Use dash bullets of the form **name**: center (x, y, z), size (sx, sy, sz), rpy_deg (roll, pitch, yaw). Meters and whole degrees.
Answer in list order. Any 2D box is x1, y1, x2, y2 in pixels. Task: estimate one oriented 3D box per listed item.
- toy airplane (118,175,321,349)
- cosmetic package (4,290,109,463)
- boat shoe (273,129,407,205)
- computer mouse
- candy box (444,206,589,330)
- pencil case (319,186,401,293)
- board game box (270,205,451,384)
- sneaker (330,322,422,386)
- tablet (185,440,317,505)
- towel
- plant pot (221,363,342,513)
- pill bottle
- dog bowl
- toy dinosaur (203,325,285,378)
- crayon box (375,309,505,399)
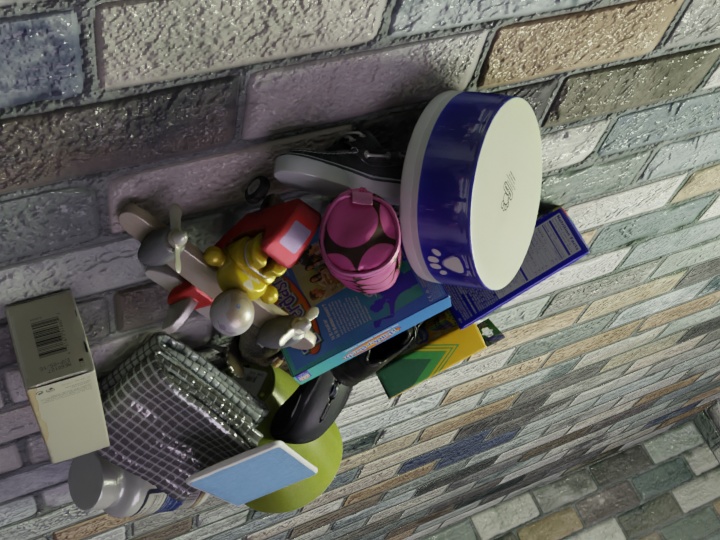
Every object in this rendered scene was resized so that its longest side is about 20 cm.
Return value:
- **toy airplane**: center (-0.140, 0.014, 0.913), size (0.197, 0.142, 0.201), rpy_deg (0, 132, -5)
- **cosmetic package**: center (-0.329, 0.122, 0.980), size (0.072, 0.104, 0.201), rpy_deg (-15, 150, -20)
- **boat shoe**: center (-0.006, -0.110, 0.911), size (0.198, 0.069, 0.071), rpy_deg (5, 177, -43)
- **computer mouse**: center (-0.066, 0.155, 1.146), size (0.140, 0.046, 0.200), rpy_deg (26, 112, -39)
- **candy box**: center (0.213, -0.007, 1.237), size (0.199, 0.078, 0.169), rpy_deg (-32, 176, 12)
- **pencil case**: center (0.003, -0.029, 0.906), size (0.089, 0.095, 0.200), rpy_deg (15, 176, 2)
- **board game box**: center (-0.016, 0.017, 1.029), size (0.198, 0.154, 0.045), rpy_deg (-26, 160, 0)
- **sneaker**: center (0.046, 0.064, 1.104), size (0.201, 0.076, 0.090), rpy_deg (-51, -166, -31)
- **tablet**: center (-0.136, 0.265, 1.157), size (0.129, 0.014, 0.200), rpy_deg (-23, 155, 2)
- **towel**: center (-0.237, 0.195, 1.128), size (0.165, 0.086, 0.200), rpy_deg (-39, 116, 20)
- **plant pot**: center (-0.138, 0.218, 1.286), size (0.185, 0.188, 0.201), rpy_deg (-25, 138, -5)
- **pill bottle**: center (-0.320, 0.300, 1.304), size (0.111, 0.112, 0.199), rpy_deg (-40, 151, 26)
- **dog bowl**: center (0.120, -0.083, 0.928), size (0.078, 0.203, 0.200), rpy_deg (10, 172, 30)
- **toy dinosaur**: center (-0.115, 0.076, 1.127), size (0.101, 0.078, 0.201), rpy_deg (2, 139, -35)
- **crayon box**: center (0.115, 0.114, 1.381), size (0.198, 0.052, 0.126), rpy_deg (-28, -169, 1)
